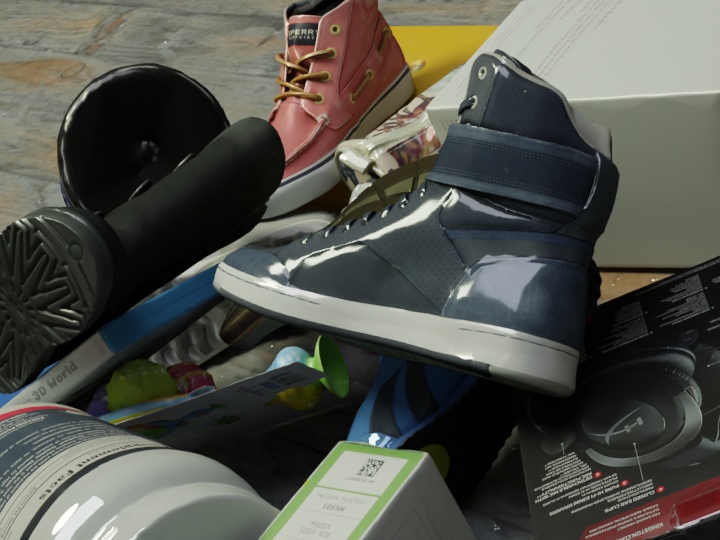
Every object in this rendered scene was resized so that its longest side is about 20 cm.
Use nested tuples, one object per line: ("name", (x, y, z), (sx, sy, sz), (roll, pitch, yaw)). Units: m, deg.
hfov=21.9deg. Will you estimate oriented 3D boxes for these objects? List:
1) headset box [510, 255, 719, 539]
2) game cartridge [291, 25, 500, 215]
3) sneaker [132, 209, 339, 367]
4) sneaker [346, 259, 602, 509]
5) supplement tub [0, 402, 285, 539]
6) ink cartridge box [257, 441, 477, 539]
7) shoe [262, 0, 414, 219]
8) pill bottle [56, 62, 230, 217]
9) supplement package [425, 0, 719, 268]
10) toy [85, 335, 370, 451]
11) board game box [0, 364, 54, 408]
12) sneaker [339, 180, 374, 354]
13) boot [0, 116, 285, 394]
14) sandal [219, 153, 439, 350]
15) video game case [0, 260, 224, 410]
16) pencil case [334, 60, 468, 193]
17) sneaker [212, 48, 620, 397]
("headset box", (0.150, 0.084, 0.806), (0.148, 0.077, 0.200), (-23, 29, 11))
("game cartridge", (0.016, -0.102, 1.295), (0.176, 0.033, 0.200), (9, 48, 49))
("sneaker", (-0.093, 0.012, 1.176), (0.199, 0.075, 0.082), (-13, 18, 13))
("sneaker", (0.035, 0.058, 0.927), (0.078, 0.066, 0.200), (30, 79, 44))
("supplement tub", (-0.121, 0.145, 0.876), (0.140, 0.141, 0.200), (-42, 28, -24))
("ink cartridge box", (-0.023, 0.177, 0.778), (0.059, 0.104, 0.200), (2, 41, 43))
("shoe", (-0.035, -0.117, 1.207), (0.071, 0.091, 0.200), (-3, 30, 34))
("pill bottle", (-0.144, -0.067, 1.236), (0.112, 0.112, 0.200), (-33, 1, -9))
("supplement package", (0.160, -0.080, 1.026), (0.199, 0.118, 0.117), (1, 39, 44))
("toy", (-0.101, 0.071, 1.024), (0.199, 0.115, 0.047), (-15, 73, 20))
("board game box", (-0.262, 0.099, 1.121), (0.200, 0.045, 0.152), (-34, -3, -10))
("sneaker", (0.041, 0.015, 1.040), (0.090, 0.078, 0.200), (-52, 31, -13))
("boot", (-0.110, -0.025, 1.016), (0.200, 0.066, 0.165), (-33, -3, -37))
("sandal", (0.000, 0.000, 0.990), (0.200, 0.055, 0.082), (-35, 15, 38))
("video game case", (-0.161, 0.063, 1.064), (0.200, 0.018, 0.143), (-37, -3, 34))
("pencil case", (0.078, -0.097, 1.160), (0.200, 0.090, 0.078), (-36, 44, -13))
("sneaker", (0.028, -0.031, 0.871), (0.202, 0.077, 0.147), (11, 85, 35))
